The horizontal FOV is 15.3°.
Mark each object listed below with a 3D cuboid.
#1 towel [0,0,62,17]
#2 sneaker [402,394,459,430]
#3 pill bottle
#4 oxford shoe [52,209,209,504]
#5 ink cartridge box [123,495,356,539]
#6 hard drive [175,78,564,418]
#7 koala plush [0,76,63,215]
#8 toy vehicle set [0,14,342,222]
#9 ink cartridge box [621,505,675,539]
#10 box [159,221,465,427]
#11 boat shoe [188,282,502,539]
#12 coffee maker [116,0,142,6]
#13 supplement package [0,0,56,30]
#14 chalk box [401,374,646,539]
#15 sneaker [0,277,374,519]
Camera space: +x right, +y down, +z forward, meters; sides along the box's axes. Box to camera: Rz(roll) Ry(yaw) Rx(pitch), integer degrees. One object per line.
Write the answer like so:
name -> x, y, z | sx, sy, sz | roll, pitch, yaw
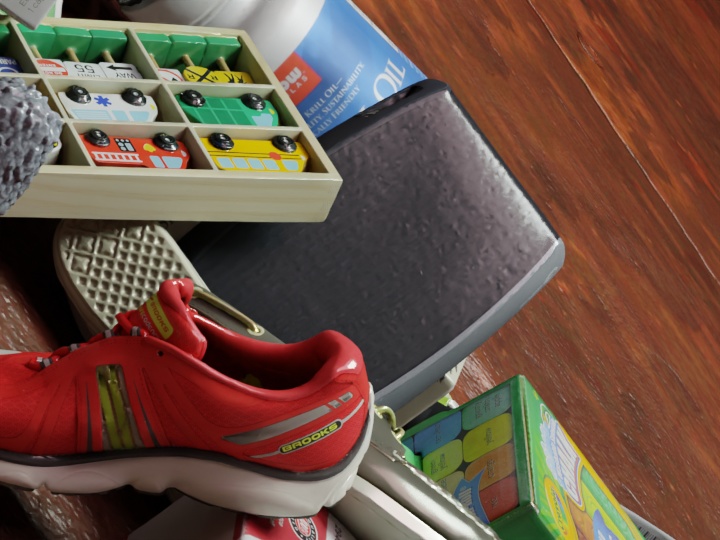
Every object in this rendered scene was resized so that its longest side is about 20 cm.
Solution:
towel -> -0.227, -0.183, 1.368 | 0.200, 0.023, 0.153 | 43, 22, -27
sneaker -> 0.063, 0.104, 1.446 | 0.072, 0.083, 0.200 | 26, 33, -53
pill bottle -> -0.041, -0.113, 1.539 | 0.200, 0.112, 0.112 | 42, 22, -26
oxford shoe -> -0.078, 0.056, 1.241 | 0.200, 0.075, 0.058 | 58, -13, 9
ink cartridge box -> -0.012, 0.194, 1.117 | 0.200, 0.084, 0.144 | 47, 21, -19
hard drive -> 0.000, 0.000, 1.324 | 0.135, 0.200, 0.042 | 54, -23, 0
koala plush -> -0.188, -0.155, 1.096 | 0.177, 0.200, 0.184 | 21, 30, -28
toy vehicle set -> -0.120, -0.072, 1.255 | 0.200, 0.027, 0.124 | 0, 40, -33
ink cartridge box -> 0.234, 0.230, 1.546 | 0.200, 0.041, 0.200 | 46, -9, -33
box -> -0.036, -0.004, 1.391 | 0.200, 0.082, 0.068 | 49, 20, -8
boat shoe -> -0.017, 0.076, 1.176 | 0.202, 0.072, 0.060 | 32, 60, 5
coffee maker -> -0.176, -0.256, 1.486 | 0.200, 0.135, 0.192 | 46, -21, -21
supplement package -> -0.206, -0.220, 1.238 | 0.200, 0.114, 0.110 | 35, 3, -21
chalk box -> 0.058, 0.142, 1.271 | 0.200, 0.124, 0.124 | 53, 18, -24
sneaker -> -0.093, 0.041, 1.084 | 0.200, 0.085, 0.077 | 6, 27, -7
